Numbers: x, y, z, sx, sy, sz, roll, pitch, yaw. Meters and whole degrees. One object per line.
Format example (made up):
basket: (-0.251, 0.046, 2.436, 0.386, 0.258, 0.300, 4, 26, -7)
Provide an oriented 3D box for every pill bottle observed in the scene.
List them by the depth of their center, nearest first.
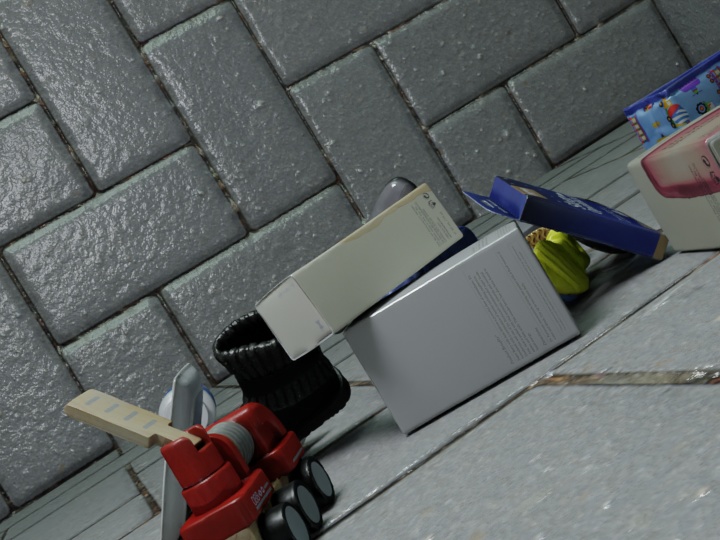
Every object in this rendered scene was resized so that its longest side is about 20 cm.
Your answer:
pill bottle: (-0.336, 0.276, 2.060, 0.112, 0.113, 0.200, -32, 3, -9)

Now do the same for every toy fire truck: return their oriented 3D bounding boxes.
toy fire truck: (-0.135, 0.160, 0.903, 0.128, 0.200, 0.176, -30, 3, 11)

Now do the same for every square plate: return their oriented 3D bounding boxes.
square plate: (-0.210, 0.217, 1.259, 0.028, 0.199, 0.200, 4, 0, -4)

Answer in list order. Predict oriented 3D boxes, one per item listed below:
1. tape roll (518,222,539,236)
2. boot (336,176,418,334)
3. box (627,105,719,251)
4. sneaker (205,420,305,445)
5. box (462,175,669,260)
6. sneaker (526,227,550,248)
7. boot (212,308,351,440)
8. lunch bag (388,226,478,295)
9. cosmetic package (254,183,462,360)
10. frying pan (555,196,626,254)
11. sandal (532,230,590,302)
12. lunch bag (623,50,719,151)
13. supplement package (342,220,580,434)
tape roll: (0.202, -0.004, 1.595, 0.200, 0.066, 0.200, -32, 3, 2)
boot: (0.017, -0.016, 1.340, 0.132, 0.070, 0.201, -40, -28, -73)
box: (0.362, -0.097, 1.007, 0.128, 0.109, 0.200, -32, 3, -5)
sneaker: (-0.120, 0.208, 1.319, 0.146, 0.081, 0.200, -24, -1, -1)
box: (0.218, -0.062, 1.143, 0.121, 0.199, 0.033, -121, 45, -73)
sneaker: (0.200, 0.010, 1.431, 0.200, 0.075, 0.090, -29, -12, 19)
boot: (-0.122, 0.139, 1.152, 0.211, 0.158, 0.079, -42, 47, -6)
lunch bag: (0.085, 0.042, 1.284, 0.132, 0.136, 0.200, -29, 2, 29)
cosmetic package: (0.000, 0.000, 1.087, 0.200, 0.073, 0.103, -35, -1, -35)
frying pan: (0.261, -0.047, 1.241, 0.190, 0.115, 0.031, -16, -46, -48)
sandal: (0.214, 0.009, 1.226, 0.087, 0.080, 0.200, -43, -6, 19)
lunch bag: (0.431, -0.176, 1.213, 0.200, 0.151, 0.094, -33, 3, -17)
supplement package: (0.101, 0.053, 1.067, 0.200, 0.122, 0.120, -31, 3, 9)
